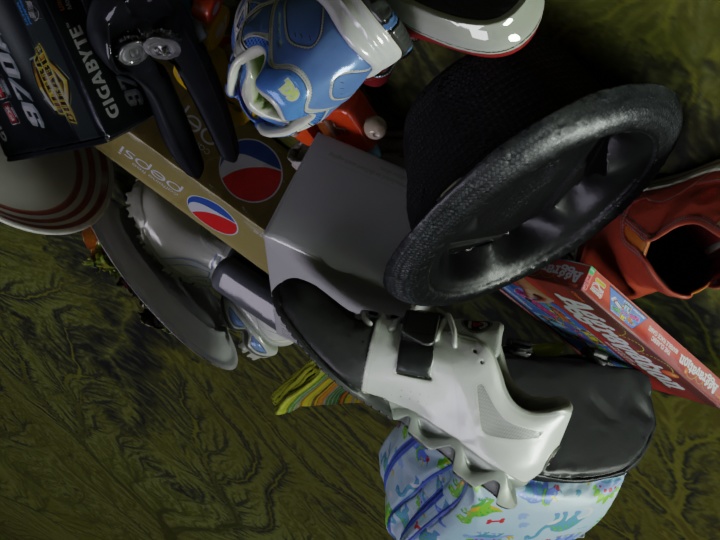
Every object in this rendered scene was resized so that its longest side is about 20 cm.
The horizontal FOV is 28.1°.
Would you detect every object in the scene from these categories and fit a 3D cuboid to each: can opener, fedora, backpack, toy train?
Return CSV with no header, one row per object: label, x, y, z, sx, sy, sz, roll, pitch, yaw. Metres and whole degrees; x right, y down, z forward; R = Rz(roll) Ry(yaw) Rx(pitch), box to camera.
can opener,-0.021,0.034,1.150,0.200,0.053,0.067,33,126,2
can opener,-0.117,-0.125,0.904,0.063,0.079,0.200,-20,145,6
fedora,0.082,-0.065,0.820,0.092,0.200,0.201,63,164,20
backpack,0.093,0.143,1.027,0.163,0.154,0.200,7,162,-31
toy train,-0.066,-0.148,0.927,0.150,0.056,0.200,3,145,42

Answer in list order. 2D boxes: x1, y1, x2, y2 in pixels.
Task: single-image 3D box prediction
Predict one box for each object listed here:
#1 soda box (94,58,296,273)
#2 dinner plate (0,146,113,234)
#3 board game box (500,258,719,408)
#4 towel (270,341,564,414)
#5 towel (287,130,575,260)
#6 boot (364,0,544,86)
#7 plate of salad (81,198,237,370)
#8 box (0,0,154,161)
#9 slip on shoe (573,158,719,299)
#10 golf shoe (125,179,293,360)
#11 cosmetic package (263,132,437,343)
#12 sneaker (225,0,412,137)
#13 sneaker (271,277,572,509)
soda box,-0.119,-0.085,1.081,0.200,0.068,0.064,36,155,-9
dinner plate,-0.273,-0.106,1.086,0.024,0.200,0.200,-36,114,29
board game box,0.163,0.038,0.977,0.103,0.020,0.200,13,164,46
towel,0.042,0.075,1.014,0.199,0.018,0.086,-1,158,-29
towel,0.050,-0.043,1.005,0.200,0.035,0.133,2,142,48
boot,0.028,-0.139,0.786,0.200,0.072,0.144,35,161,35
plate of salad,-0.179,0.014,1.255,0.200,0.048,0.200,50,-174,-7
box,-0.233,-0.179,0.979,0.159,0.046,0.201,-1,116,51
slip on shoe,0.186,-0.013,0.870,0.074,0.061,0.200,35,157,-12
golf shoe,-0.107,-0.017,1.220,0.097,0.078,0.200,-27,121,33
cosmetic package,0.000,0.000,0.990,0.107,0.085,0.200,24,160,7
sneaker,-0.044,-0.116,0.770,0.076,0.077,0.200,49,170,-12
sneaker,0.041,0.051,0.880,0.200,0.089,0.074,36,-166,-6
